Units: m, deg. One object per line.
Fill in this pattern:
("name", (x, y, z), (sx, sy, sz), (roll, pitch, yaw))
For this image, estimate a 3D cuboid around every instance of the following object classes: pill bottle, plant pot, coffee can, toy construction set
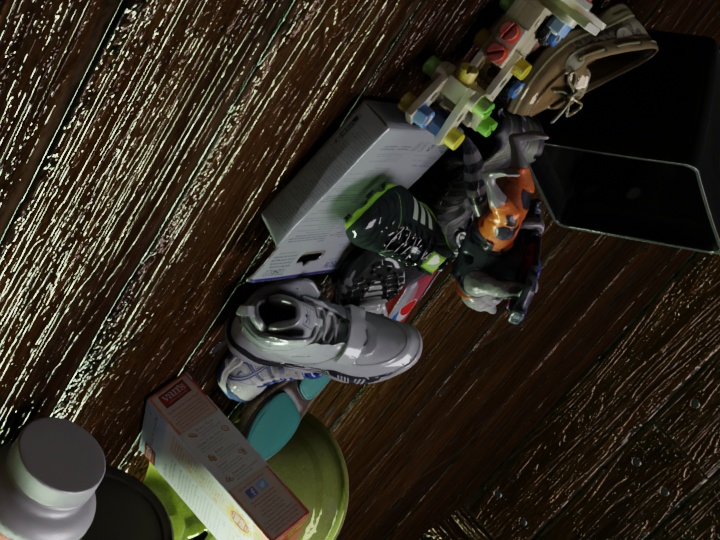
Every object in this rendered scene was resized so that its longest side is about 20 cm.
("pill bottle", (-0.307, 0.224, 1.464), (0.111, 0.111, 0.200), (-24, 156, -51))
("plant pot", (0.308, -0.153, 1.770), (0.178, 0.200, 0.200), (-69, 152, -20))
("coffee can", (-0.299, 0.316, 1.677), (0.146, 0.146, 0.200), (-25, 157, -50))
("toy construction set", (0.129, -0.197, 1.460), (0.200, 0.092, 0.131), (-39, 170, 17))
("plant pot", (-0.147, 0.254, 1.871), (0.200, 0.200, 0.184), (-48, 153, 20))

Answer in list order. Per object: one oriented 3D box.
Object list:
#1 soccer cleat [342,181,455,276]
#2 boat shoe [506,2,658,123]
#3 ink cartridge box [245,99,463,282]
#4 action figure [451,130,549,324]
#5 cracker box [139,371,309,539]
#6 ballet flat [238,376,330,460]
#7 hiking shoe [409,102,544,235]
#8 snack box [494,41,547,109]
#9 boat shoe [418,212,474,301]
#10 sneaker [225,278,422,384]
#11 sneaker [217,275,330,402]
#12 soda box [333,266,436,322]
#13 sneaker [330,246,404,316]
("soccer cleat", (0.044, -0.035, 1.540), (0.068, 0.081, 0.200), (-45, 166, 12))
("boat shoe", (0.226, -0.205, 1.638), (0.200, 0.063, 0.073), (-37, 165, -31))
("ink cartridge box", (-0.012, -0.075, 1.524), (0.200, 0.041, 0.200), (-47, 166, 18))
("action figure", (0.137, -0.048, 1.633), (0.200, 0.105, 0.194), (-74, 175, -61))
("cracker box", (-0.145, 0.217, 1.690), (0.058, 0.200, 0.134), (-37, 165, -26))
("ballet flat", (-0.090, 0.142, 1.842), (0.200, 0.065, 0.071), (-47, 129, -34))
("hiking shoe", (0.090, -0.105, 1.681), (0.200, 0.076, 0.101), (-42, 143, 20))
("snack box", (0.169, -0.200, 1.676), (0.072, 0.024, 0.200), (-38, 165, -25))
("boat shoe", (0.100, -0.039, 1.867), (0.199, 0.068, 0.074), (-49, 164, 24))
("sneaker", (-0.033, 0.061, 1.599), (0.115, 0.200, 0.075), (110, -14, -73))
("sneaker", (-0.085, 0.095, 1.730), (0.075, 0.088, 0.200), (-31, 163, -43))
("soda box", (0.015, 0.042, 1.872), (0.063, 0.070, 0.200), (-32, 162, -40))
("sneaker", (0.000, 0.000, 1.688), (0.066, 0.091, 0.200), (-10, 161, -10))
